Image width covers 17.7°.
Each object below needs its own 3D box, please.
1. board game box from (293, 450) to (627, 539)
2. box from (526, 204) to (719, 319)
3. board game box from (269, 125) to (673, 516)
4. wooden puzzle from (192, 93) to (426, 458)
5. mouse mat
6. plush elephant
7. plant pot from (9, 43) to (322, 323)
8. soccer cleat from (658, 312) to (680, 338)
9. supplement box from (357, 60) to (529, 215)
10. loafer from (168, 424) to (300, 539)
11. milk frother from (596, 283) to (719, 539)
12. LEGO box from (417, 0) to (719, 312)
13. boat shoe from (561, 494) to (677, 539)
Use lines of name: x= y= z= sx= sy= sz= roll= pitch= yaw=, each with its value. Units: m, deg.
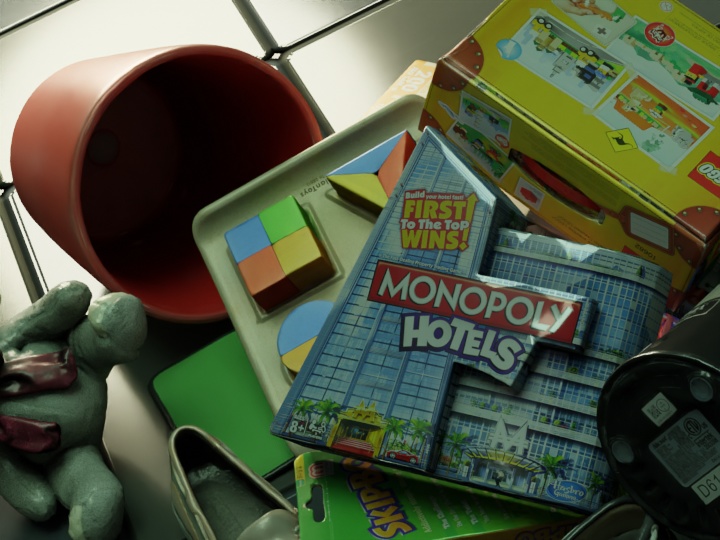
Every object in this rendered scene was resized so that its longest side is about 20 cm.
board game box: x=0.062 y=0.131 z=1.370 sx=0.200 sy=0.030 sz=0.096 roll=-7 pitch=37 yaw=0
box: x=0.210 y=-0.060 z=1.491 sx=0.137 sy=0.040 sz=0.200 roll=32 pitch=57 yaw=11
board game box: x=0.070 y=0.025 z=1.347 sx=0.200 sy=0.062 sz=0.200 roll=11 pitch=82 yaw=25
wooden puzzle: x=0.000 y=0.000 z=1.496 sx=0.185 sy=0.046 sz=0.200 roll=-29 pitch=64 yaw=5
mouse mat: x=-0.036 y=0.066 z=1.555 sx=0.200 sy=0.008 sz=0.161 roll=-28 pitch=36 yaw=-7
plush elephant: x=-0.247 y=0.078 z=1.521 sx=0.155 sy=0.165 sz=0.200 roll=7 pitch=6 yaw=-27
plant pot: x=-0.152 y=-0.074 z=1.657 sx=0.200 sy=0.200 sz=0.177 roll=-39 pitch=28 yaw=-19
soccer cleat: x=0.138 y=0.036 z=1.404 sx=0.200 sy=0.073 sz=0.068 roll=6 pitch=27 yaw=10
supplement box: x=0.084 y=-0.069 z=1.600 sx=0.200 sy=0.074 sz=0.126 roll=16 pitch=52 yaw=41
loafer: x=-0.065 y=0.162 z=1.397 sx=0.072 sy=0.063 sz=0.200 roll=-32 pitch=38 yaw=-16
milk frother: x=0.268 y=0.084 z=1.270 sx=0.180 sy=0.200 sz=0.188 roll=-22 pitch=11 yaw=47
LEGO box: x=0.163 y=-0.095 z=1.433 sx=0.200 sy=0.077 sz=0.149 roll=37 pitch=58 yaw=14
boat shoe: x=0.099 y=0.202 z=1.260 sx=0.200 sy=0.060 sz=0.074 roll=-38 pitch=38 yaw=-19
